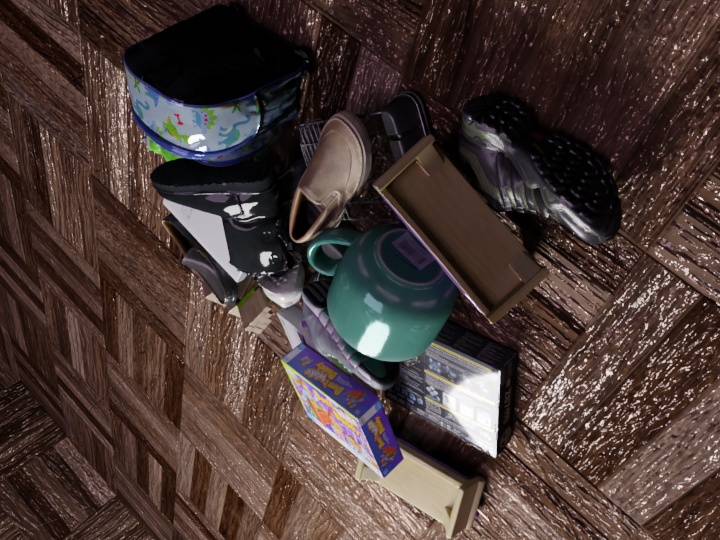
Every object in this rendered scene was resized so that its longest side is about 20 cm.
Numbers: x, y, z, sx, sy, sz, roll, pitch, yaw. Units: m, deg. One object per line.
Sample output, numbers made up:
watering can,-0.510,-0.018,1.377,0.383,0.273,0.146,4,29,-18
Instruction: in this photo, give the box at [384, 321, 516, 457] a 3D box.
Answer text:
box,0.117,0.149,0.962,0.198,0.049,0.163,23,134,35

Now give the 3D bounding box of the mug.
mug,0.030,0.015,0.852,0.115,0.182,0.154,116,156,-47

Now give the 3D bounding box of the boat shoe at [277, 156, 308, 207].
boat shoe,-0.129,-0.118,1.016,0.198,0.072,0.064,-9,103,45

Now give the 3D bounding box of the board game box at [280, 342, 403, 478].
board game box,-0.030,0.208,1.046,0.199,0.045,0.136,27,145,47

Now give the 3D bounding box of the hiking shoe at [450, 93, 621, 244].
hiking shoe,0.178,-0.091,0.711,0.200,0.075,0.101,47,154,21

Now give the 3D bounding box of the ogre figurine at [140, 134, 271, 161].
ogre figurine,-0.237,-0.186,1.034,0.200,0.119,0.098,47,142,9

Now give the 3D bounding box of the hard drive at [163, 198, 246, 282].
hard drive,-0.239,-0.097,1.152,0.200,0.026,0.133,44,123,13

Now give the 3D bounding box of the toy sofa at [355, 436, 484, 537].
toy sofa,0.098,0.325,1.096,0.198,0.097,0.084,22,104,36

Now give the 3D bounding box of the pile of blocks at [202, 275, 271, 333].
pile of blocks,-0.207,0.047,1.241,0.199,0.083,0.062,28,180,43

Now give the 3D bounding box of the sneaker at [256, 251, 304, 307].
sneaker,-0.115,0.020,1.058,0.200,0.075,0.082,-133,20,-72

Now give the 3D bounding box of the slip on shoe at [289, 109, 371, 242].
slip on shoe,-0.045,-0.107,0.850,0.076,0.060,0.201,48,144,12

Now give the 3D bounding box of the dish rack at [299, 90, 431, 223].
dish rack,0.007,-0.132,0.868,0.198,0.054,0.156,5,119,47

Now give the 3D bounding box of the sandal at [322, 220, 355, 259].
sandal,0.000,-0.001,0.962,0.201,0.075,0.043,53,142,20

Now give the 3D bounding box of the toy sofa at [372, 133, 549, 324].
toy sofa,0.106,-0.045,0.753,0.201,0.083,0.098,49,-175,-1

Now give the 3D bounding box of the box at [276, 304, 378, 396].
box,-0.049,0.149,1.105,0.199,0.036,0.146,32,149,46

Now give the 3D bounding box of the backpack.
backpack,-0.191,-0.225,0.889,0.182,0.199,0.148,36,139,21

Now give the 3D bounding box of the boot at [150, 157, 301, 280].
boot,-0.182,-0.071,0.961,0.195,0.074,0.164,3,132,14

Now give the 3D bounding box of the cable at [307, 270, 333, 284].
cable,-0.019,0.085,1.059,0.162,0.051,0.203,24,134,33

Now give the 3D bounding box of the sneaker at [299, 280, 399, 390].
sneaker,-0.018,0.106,0.981,0.200,0.074,0.088,49,139,32

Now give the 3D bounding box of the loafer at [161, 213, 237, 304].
loafer,-0.281,-0.020,1.210,0.201,0.072,0.073,56,140,21
